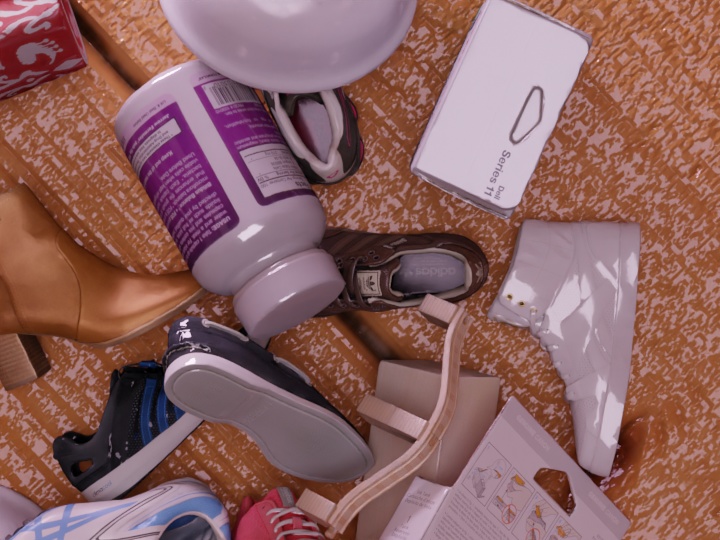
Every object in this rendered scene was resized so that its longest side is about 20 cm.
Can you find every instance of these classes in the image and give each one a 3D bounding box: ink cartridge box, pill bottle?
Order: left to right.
[{"bbox_3d":[-0.095,-0.053,1.580,0.112,0.112,0.200,-30,75,2],"label":"pill bottle"},{"bbox_3d":[0.101,-0.123,1.554,0.083,0.200,0.147,24,94,-1],"label":"ink cartridge box"},{"bbox_3d":[0.107,0.215,1.605,0.200,0.045,0.176,47,68,-38],"label":"ink cartridge box"}]

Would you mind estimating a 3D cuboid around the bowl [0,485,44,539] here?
[{"bbox_3d":[-0.321,0.269,1.641,0.201,0.090,0.201,0,95,1],"label":"bowl"}]

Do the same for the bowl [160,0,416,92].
[{"bbox_3d":[-0.049,-0.239,1.553,0.201,0.090,0.201,4,67,-9],"label":"bowl"}]

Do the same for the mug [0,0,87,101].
[{"bbox_3d":[-0.326,-0.194,1.590,0.200,0.133,0.178,-19,96,-2],"label":"mug"}]

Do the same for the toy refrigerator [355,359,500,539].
[{"bbox_3d":[0.051,0.174,1.631,0.076,0.070,0.200,11,96,43],"label":"toy refrigerator"}]

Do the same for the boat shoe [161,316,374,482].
[{"bbox_3d":[-0.066,0.097,1.583,0.076,0.060,0.200,-32,131,25],"label":"boat shoe"}]

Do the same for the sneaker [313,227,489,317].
[{"bbox_3d":[0.000,0.000,1.626,0.200,0.076,0.071,-7,94,0],"label":"sneaker"}]

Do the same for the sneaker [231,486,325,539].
[{"bbox_3d":[-0.061,0.208,1.588,0.074,0.200,0.087,7,83,-23],"label":"sneaker"}]

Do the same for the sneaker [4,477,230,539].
[{"bbox_3d":[-0.193,0.215,1.599,0.200,0.072,0.072,-18,129,-22],"label":"sneaker"}]

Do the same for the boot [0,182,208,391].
[{"bbox_3d":[-0.227,-0.005,1.629,0.201,0.071,0.144,-24,97,7],"label":"boot"}]

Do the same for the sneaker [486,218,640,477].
[{"bbox_3d":[0.154,0.058,1.633,0.115,0.074,0.200,5,82,2],"label":"sneaker"}]

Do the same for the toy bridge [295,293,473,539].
[{"bbox_3d":[0.029,0.114,1.558,0.067,0.027,0.200,22,74,36],"label":"toy bridge"}]

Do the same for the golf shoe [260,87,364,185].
[{"bbox_3d":[-0.050,-0.162,1.610,0.077,0.088,0.200,-25,92,4],"label":"golf shoe"}]

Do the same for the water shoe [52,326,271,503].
[{"bbox_3d":[-0.158,0.098,1.637,0.200,0.072,0.079,-44,90,3],"label":"water shoe"}]
